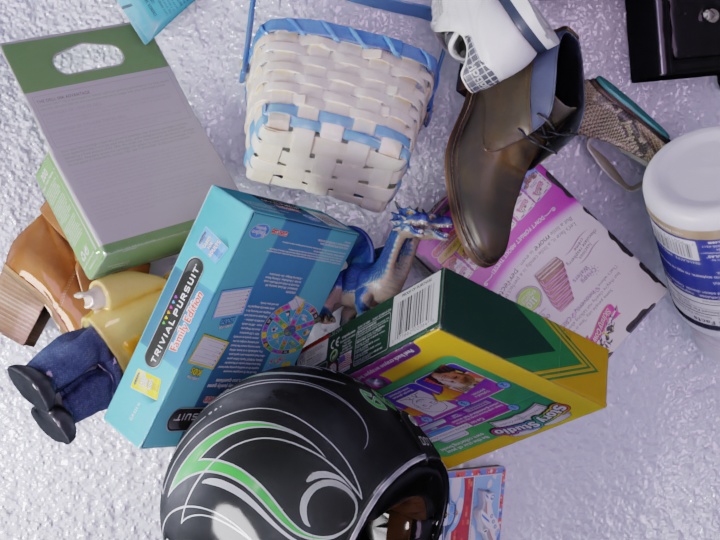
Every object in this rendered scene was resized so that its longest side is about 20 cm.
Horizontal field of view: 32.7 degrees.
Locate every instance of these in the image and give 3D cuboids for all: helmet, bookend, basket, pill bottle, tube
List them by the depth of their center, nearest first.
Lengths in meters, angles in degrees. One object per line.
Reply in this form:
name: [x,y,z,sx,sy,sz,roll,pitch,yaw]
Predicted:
helmet: [-0.051,0.169,0.916,0.190,0.200,0.200,24,91,30]
basket: [-0.020,-0.160,1.028,0.176,0.139,0.200,15,64,-6]
tube: [-0.122,-0.279,1.031,0.200,0.050,0.077,-41,131,-9]
pill bottle: [0.313,-0.015,1.042,0.116,0.116,0.200,-31,132,-4]
bookend: [0.242,-0.249,1.067,0.200,0.092,0.199,-5,94,-6]

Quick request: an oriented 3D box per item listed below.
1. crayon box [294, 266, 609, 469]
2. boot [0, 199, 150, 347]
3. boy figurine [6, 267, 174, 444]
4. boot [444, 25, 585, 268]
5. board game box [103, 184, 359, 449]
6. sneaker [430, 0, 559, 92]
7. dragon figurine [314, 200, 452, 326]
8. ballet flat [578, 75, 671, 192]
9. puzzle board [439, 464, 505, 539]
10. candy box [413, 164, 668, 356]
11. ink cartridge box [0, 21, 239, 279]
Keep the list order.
crayon box: [0.069,0.087,0.996,0.172,0.200,0.058,25,55,-28]
boot: [-0.202,0.019,1.047,0.200,0.077,0.155,29,85,-2]
boy figurine: [-0.175,0.057,0.978,0.200,0.064,0.125,-35,116,-29]
boot: [0.127,-0.105,0.991,0.075,0.097,0.200,17,69,-42]
board game box: [-0.098,0.041,0.965,0.047,0.151,0.200,32,101,29]
sneaker: [0.088,-0.223,1.012,0.080,0.200,0.076,-40,127,16]
dragon figurine: [0.000,0.000,1.039,0.059,0.200,0.100,19,70,-35]
ballet flat: [0.269,-0.097,1.101,0.200,0.068,0.075,30,111,-4]
puzzle board: [0.067,0.275,1.078,0.151,0.017,0.200,2,94,-40]
candy box: [0.151,-0.002,1.087,0.200,0.061,0.136,44,86,-7]
ink cartridge box: [-0.199,-0.104,1.012,0.145,0.048,0.200,-20,73,-38]
